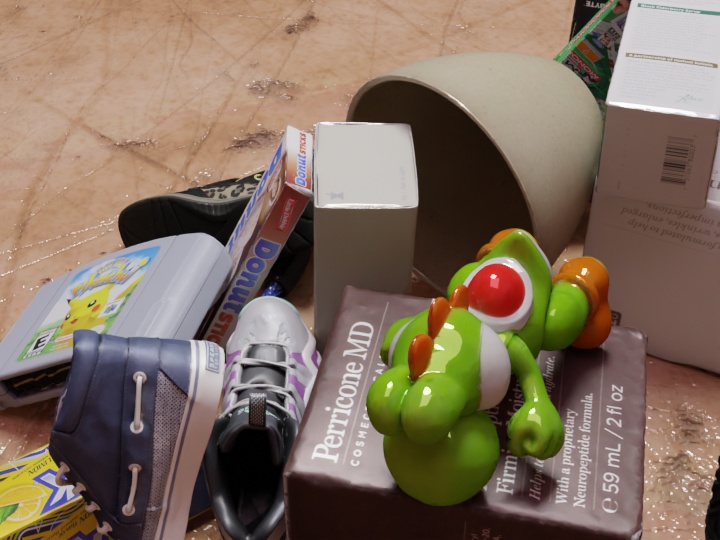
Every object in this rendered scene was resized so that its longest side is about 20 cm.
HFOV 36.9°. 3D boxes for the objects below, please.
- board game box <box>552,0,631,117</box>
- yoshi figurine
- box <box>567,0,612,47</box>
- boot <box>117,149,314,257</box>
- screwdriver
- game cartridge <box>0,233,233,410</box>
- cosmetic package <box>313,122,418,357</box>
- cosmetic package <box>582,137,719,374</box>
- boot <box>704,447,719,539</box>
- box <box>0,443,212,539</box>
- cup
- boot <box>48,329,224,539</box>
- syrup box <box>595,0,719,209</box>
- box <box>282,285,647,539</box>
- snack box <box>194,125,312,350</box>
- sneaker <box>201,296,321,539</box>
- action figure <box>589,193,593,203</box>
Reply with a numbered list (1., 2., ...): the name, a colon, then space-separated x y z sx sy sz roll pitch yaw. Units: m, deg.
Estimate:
1. board game box: 0.279 -0.156 0.978 0.200 0.135 0.029 36 44 -9
2. yoshi figurine: 0.065 0.058 0.600 0.112 0.112 0.200 57 40 -1
3. box: 0.289 -0.173 1.012 0.199 0.199 0.050 12 44 13
4. boot: -0.099 -0.057 0.975 0.203 0.074 0.154 -4 19 24
5. screwdriver: -0.083 0.039 0.889 0.029 0.028 0.200 -14 31 28
6. game cartridge: -0.195 0.035 0.819 0.199 0.041 0.134 -16 29 30
7. cosmetic package: 0.000 0.000 0.809 0.073 0.201 0.104 1 42 -2
8. cosmetic package: 0.289 -0.047 0.894 0.164 0.165 0.200 17 44 19
9. boot: 0.316 0.127 0.674 0.167 0.201 0.077 -7 46 -1
10. box: -0.196 0.159 0.720 0.199 0.070 0.064 -24 39 -27
11. cup: 0.107 -0.089 0.841 0.143 0.201 0.200 -34 52 -28
12. boot: -0.149 0.127 0.660 0.090 0.201 0.073 10 19 -16
13. syrup box: 0.233 -0.140 0.815 0.081 0.079 0.200 10 42 15
14. box: 0.068 0.134 0.687 0.199 0.165 0.166 9 42 8
15. snack box: -0.086 -0.012 0.829 0.024 0.200 0.072 19 38 -17
16. sneaker: -0.062 0.092 0.705 0.077 0.140 0.201 -4 66 0
17. action figure: 0.126 -0.088 0.986 0.199 0.134 0.149 -22 2 12
